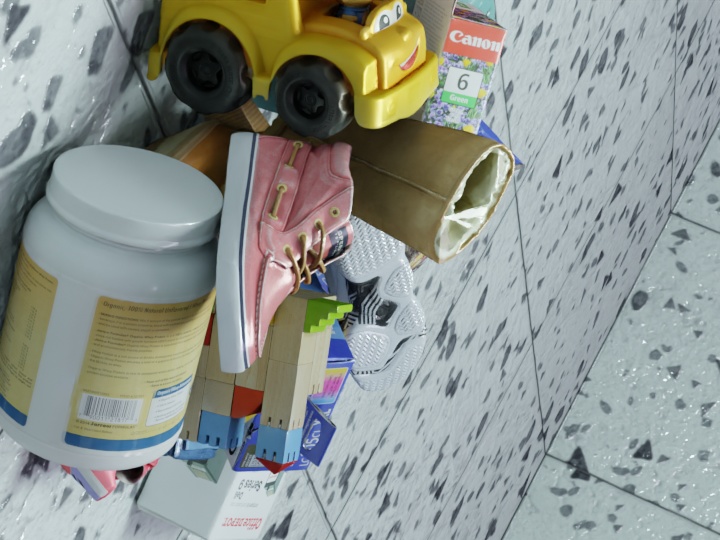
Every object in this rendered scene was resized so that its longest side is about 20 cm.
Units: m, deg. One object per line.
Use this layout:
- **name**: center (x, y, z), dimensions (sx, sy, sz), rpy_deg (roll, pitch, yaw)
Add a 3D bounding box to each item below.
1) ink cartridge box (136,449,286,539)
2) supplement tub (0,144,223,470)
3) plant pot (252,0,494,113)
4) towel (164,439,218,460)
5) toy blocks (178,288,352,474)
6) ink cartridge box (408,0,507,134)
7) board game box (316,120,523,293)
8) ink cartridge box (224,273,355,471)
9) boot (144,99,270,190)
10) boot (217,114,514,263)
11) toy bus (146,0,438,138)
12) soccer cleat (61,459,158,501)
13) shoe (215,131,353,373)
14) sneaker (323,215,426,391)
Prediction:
- **ink cartridge box**: center (-0.112, 0.148, 2.040), dimensions (0.200, 0.084, 0.146), rpy_deg (-66, 163, 1)
- **supplement tub**: center (-0.179, 0.026, 1.565), dimensions (0.145, 0.145, 0.200), rpy_deg (-35, 146, -60)
- **plant pot**: center (0.015, -0.201, 1.821), dimensions (0.201, 0.161, 0.201), rpy_deg (-55, 159, -32)
- **towel**: center (-0.137, 0.053, 1.773), dimensions (0.112, 0.048, 0.200), rpy_deg (14, 76, -75)
- **toy blocks**: center (-0.105, 0.073, 1.666), dimensions (0.100, 0.200, 0.137), rpy_deg (-6, 106, -65)
- **ink cartridge box**: center (0.070, -0.168, 1.683), dimensions (0.109, 0.050, 0.200), rpy_deg (-125, -131, -69)
- **board game box**: center (0.042, -0.062, 2.045), dimensions (0.200, 0.097, 0.159), rpy_deg (-44, 176, 11)
- **ink cartridge box**: center (-0.076, 0.074, 1.828), dimensions (0.076, 0.200, 0.137), rpy_deg (1, 134, -25)
- **boot**: center (-0.103, -0.051, 1.708), dimensions (0.144, 0.071, 0.201), rpy_deg (62, 33, -16)
- **boot**: center (-0.006, -0.048, 1.615), dimensions (0.066, 0.200, 0.175), rpy_deg (32, 86, -48)
- **toy bus**: center (-0.045, -0.210, 1.585), dimensions (0.136, 0.200, 0.192), rpy_deg (-39, 139, -55)
- **soccer cleat**: center (-0.184, 0.138, 1.797), dimensions (0.067, 0.077, 0.200), rpy_deg (-33, 171, 23)
- **shoe**: center (-0.051, -0.015, 1.521), dimensions (0.072, 0.091, 0.200), rpy_deg (91, 1, -51)
- **sneaker**: center (0.000, 0.000, 1.844), dimensions (0.075, 0.115, 0.200), rpy_deg (-17, 129, -10)
